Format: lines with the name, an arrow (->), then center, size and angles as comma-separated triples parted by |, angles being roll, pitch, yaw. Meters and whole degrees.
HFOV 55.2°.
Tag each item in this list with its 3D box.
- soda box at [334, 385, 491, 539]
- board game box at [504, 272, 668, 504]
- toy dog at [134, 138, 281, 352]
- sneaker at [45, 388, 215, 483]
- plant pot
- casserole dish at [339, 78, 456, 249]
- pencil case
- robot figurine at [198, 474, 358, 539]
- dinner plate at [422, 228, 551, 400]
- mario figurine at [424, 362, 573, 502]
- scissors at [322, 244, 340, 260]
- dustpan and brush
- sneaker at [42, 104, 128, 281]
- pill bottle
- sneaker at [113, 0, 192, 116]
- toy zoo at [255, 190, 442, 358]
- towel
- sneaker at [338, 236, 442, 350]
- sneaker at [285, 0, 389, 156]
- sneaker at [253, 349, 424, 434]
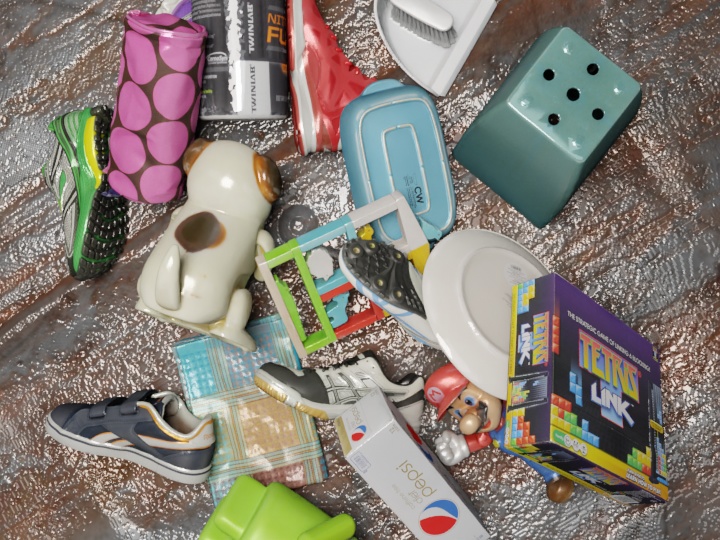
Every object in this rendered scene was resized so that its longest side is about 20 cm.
soda box -> 0.055, 0.220, 0.725 | 0.063, 0.068, 0.201 | -36, 114, 1
board game box -> 0.228, 0.122, 0.682 | 0.198, 0.056, 0.168 | 29, 57, -32
toy dog -> -0.162, -0.040, 0.735 | 0.137, 0.194, 0.204 | 14, 76, 18
sneaker -> -0.256, 0.170, 0.781 | 0.196, 0.078, 0.081 | 15, 100, 3
plant pot -> 0.195, -0.150, 0.706 | 0.141, 0.200, 0.142 | 39, 91, 4
casserole dish -> 0.047, -0.111, 0.768 | 0.119, 0.039, 0.204 | -15, 102, -9
pencil case -> -0.222, -0.172, 0.731 | 0.093, 0.091, 0.203 | 29, 120, 15
robot figurine -> -0.073, 0.313, 0.745 | 0.199, 0.116, 0.176 | 36, 118, -2
dinner plate -> 0.156, 0.039, 0.729 | 0.197, 0.024, 0.204 | 15, 55, -22
mario figurine -> 0.154, 0.177, 0.743 | 0.198, 0.106, 0.125 | 32, 83, 2
scissors -> 0.030, -0.004, 0.807 | 0.198, 0.014, 0.074 | 36, 93, 6
dustpan and brush -> 0.045, -0.312, 0.792 | 0.198, 0.057, 0.141 | 31, 90, 5
sneaker -> -0.326, -0.088, 0.810 | 0.083, 0.078, 0.205 | -4, 81, 13
pill bottle -> -0.134, -0.270, 0.761 | 0.104, 0.106, 0.205 | 0, 101, 4
sneaker -> -0.224, -0.221, 0.802 | 0.082, 0.081, 0.203 | 25, 93, -7
toy zoo -> 0.000, 0.000, 0.744 | 0.197, 0.021, 0.133 | -25, 124, -7
towel -> -0.129, 0.163, 0.806 | 0.144, 0.022, 0.204 | -16, 87, 4
sneaker -> 0.051, 0.035, 0.735 | 0.198, 0.072, 0.073 | 32, 50, -24
sneaker -> -0.028, -0.236, 0.801 | 0.113, 0.078, 0.205 | -4, 91, -11
sneaker -> -0.020, 0.126, 0.770 | 0.197, 0.076, 0.089 | 20, 83, -15
